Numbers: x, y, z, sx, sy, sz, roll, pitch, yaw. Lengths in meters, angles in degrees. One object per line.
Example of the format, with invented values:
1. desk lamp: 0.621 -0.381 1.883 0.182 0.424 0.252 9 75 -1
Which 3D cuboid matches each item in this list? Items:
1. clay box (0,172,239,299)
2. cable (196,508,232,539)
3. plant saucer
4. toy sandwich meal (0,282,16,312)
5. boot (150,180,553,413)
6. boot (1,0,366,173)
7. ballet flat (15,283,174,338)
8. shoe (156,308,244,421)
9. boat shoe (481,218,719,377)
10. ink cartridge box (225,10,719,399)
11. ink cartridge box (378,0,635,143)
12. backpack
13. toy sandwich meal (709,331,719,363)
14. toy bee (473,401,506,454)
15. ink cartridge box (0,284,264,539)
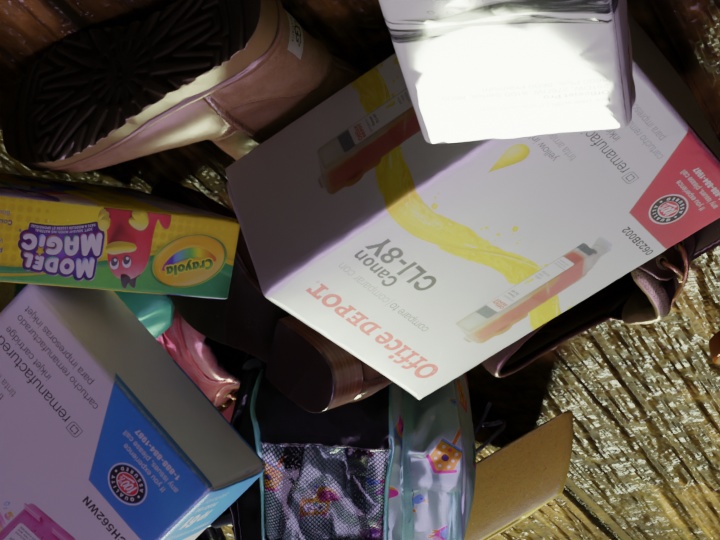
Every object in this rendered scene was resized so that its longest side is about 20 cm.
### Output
1. clay box: -0.175 -0.023 0.875 0.200 0.048 0.115 4 -172 -39
2. cable: -0.086 0.209 1.229 0.200 0.051 0.163 28 148 49
3. plant saucer: 0.064 0.184 1.254 0.200 0.049 0.200 -28 169 -11
4. toy sandwich meal: -0.278 0.014 0.938 0.070 0.205 0.205 20 169 37
5. boot: 0.000 0.000 0.993 0.200 0.186 0.064 -15 141 -42
6. boot: -0.054 -0.059 0.883 0.175 0.066 0.200 -16 151 29
7. ballet flat: -0.205 0.042 1.040 0.200 0.070 0.067 -1 140 23
8. shoe: -0.099 0.072 1.137 0.091 0.072 0.200 -5 149 22
9. boat shoe: 0.145 0.000 0.928 0.200 0.072 0.072 -22 145 -13
10. ink cartridge box: 0.060 -0.040 0.827 0.200 0.084 0.145 -33 141 18
11. ink cartridge box: 0.045 -0.155 0.596 0.084 0.145 0.200 -4 153 11
12. backpack: -0.008 0.120 1.054 0.153 0.176 0.200 7 122 -6
13. toy sandwich meal: 0.327 0.056 1.095 0.205 0.070 0.205 0 154 0
14. toy bee: -0.010 0.117 1.211 0.200 0.109 0.131 -39 -174 10
15. ink cartridge box: -0.175 0.122 0.914 0.200 0.145 0.085 -45 171 15
